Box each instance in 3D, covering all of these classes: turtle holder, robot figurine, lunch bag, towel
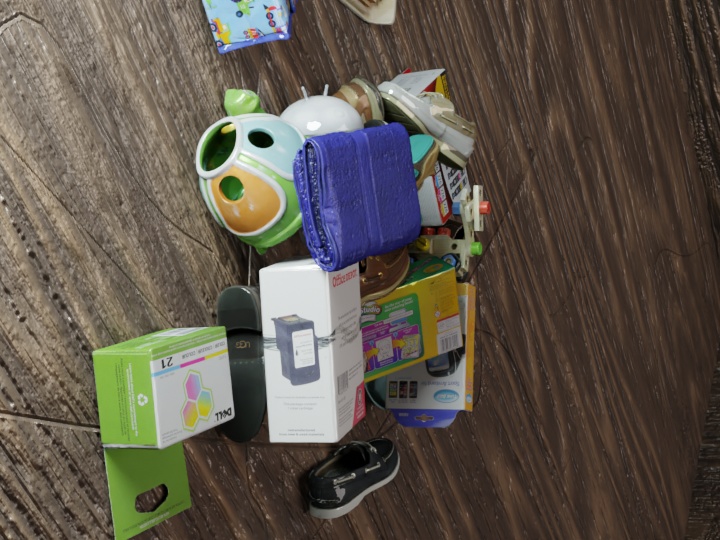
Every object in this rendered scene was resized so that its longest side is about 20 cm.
[{"bbox_3d":[-0.113,-0.125,1.560,0.132,0.141,0.186,36,62,-39],"label":"turtle holder"},{"bbox_3d":[-0.047,-0.131,1.720,0.170,0.113,0.201,-35,120,-76],"label":"robot figurine"},{"bbox_3d":[-0.125,-0.368,1.633,0.200,0.094,0.151,-70,148,-60],"label":"lunch bag"},{"bbox_3d":[-0.003,-0.086,1.552,0.200,0.049,0.148,-19,104,-56],"label":"towel"}]

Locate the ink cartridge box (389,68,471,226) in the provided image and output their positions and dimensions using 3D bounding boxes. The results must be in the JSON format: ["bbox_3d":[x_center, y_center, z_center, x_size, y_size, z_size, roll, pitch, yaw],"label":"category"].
[{"bbox_3d":[0.097,-0.191,2.057,0.176,0.084,0.200,-49,131,-54],"label":"ink cartridge box"}]

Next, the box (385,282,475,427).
[{"bbox_3d":[0.097,0.119,1.915,0.041,0.119,0.201,18,72,-65],"label":"box"}]

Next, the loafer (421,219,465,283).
[{"bbox_3d":[0.128,0.010,2.122,0.073,0.071,0.201,23,68,-62],"label":"loafer"}]

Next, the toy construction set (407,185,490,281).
[{"bbox_3d":[0.098,-0.055,1.920,0.092,0.200,0.132,26,65,-49],"label":"toy construction set"}]

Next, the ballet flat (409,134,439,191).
[{"bbox_3d":[0.054,-0.111,1.726,0.200,0.068,0.063,-44,139,-55],"label":"ballet flat"}]

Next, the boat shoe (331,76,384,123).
[{"bbox_3d":[-0.009,-0.164,1.868,0.074,0.076,0.200,-26,123,-27],"label":"boat shoe"}]

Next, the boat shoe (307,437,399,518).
[{"bbox_3d":[-0.005,0.261,1.826,0.200,0.075,0.061,-38,128,-60],"label":"boat shoe"}]

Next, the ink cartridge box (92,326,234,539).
[{"bbox_3d":[-0.197,0.168,1.431,0.148,0.076,0.201,-17,102,-63],"label":"ink cartridge box"}]

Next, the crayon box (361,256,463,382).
[{"bbox_3d":[0.035,0.069,1.808,0.200,0.058,0.119,-18,115,-24],"label":"crayon box"}]

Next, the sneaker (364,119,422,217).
[{"bbox_3d":[0.033,-0.099,1.833,0.121,0.084,0.200,5,111,-39],"label":"sneaker"}]

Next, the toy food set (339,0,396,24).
[{"bbox_3d":[0.004,-0.443,1.910,0.200,0.060,0.144,25,65,-61],"label":"toy food set"}]

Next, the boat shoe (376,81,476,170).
[{"bbox_3d":[0.091,-0.215,1.909,0.200,0.075,0.069,35,79,-46],"label":"boat shoe"}]

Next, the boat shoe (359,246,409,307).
[{"bbox_3d":[-0.001,0.000,1.737,0.200,0.072,0.068,-35,133,-46],"label":"boat shoe"}]

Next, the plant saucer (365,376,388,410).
[{"bbox_3d":[0.023,0.097,1.940,0.200,0.036,0.201,-2,90,-65],"label":"plant saucer"}]

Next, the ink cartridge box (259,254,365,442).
[{"bbox_3d":[-0.053,0.085,1.586,0.145,0.084,0.201,-27,115,-75],"label":"ink cartridge box"}]

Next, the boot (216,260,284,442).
[{"bbox_3d":[-0.111,0.093,1.633,0.174,0.069,0.201,-14,108,-72],"label":"boot"}]
